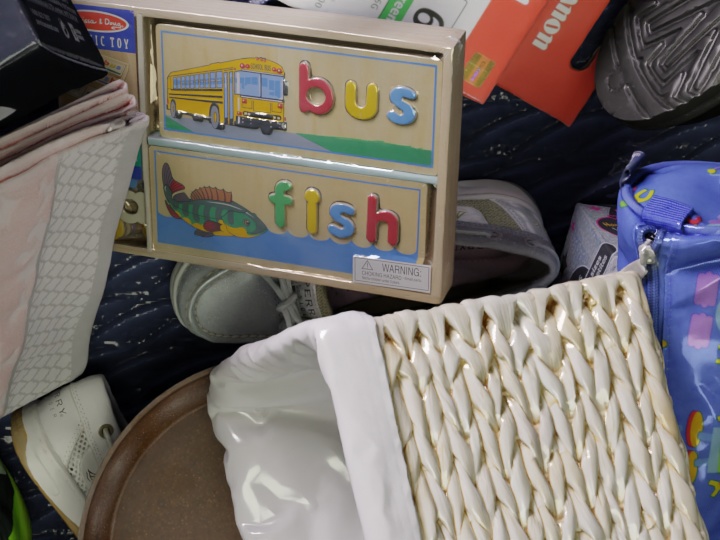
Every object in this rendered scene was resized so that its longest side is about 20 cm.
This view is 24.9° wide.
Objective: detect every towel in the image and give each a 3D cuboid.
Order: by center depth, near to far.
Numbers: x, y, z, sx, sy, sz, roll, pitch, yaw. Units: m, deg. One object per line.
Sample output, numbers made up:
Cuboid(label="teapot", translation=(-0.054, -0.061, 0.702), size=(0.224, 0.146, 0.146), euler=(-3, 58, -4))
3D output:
Cuboid(label="towel", translation=(-0.183, 0.023, 0.748), size=(0.032, 0.191, 0.200), euler=(38, 133, 16))

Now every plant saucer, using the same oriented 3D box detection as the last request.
Cuboid(label="plant saucer", translation=(-0.048, 0.145, 0.849), size=(0.200, 0.034, 0.201), euler=(1, 86, -14))

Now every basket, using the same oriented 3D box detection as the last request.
Cuboid(label="basket", translation=(0.042, 0.112, 0.754), size=(0.161, 0.198, 0.200), euler=(-13, 84, -21))

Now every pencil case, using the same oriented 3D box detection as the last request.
Cuboid(label="pencil case", translation=(0.155, 0.046, 0.765), size=(0.087, 0.078, 0.200), euler=(-18, 120, -33))

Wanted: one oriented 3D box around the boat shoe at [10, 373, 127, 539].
Cuboid(label="boat shoe", translation=(-0.111, 0.141, 0.901), size=(0.069, 0.071, 0.200), euler=(-31, 119, 3))

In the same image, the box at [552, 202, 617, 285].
Cuboid(label="box", translation=(0.161, 0.080, 0.892), size=(0.132, 0.115, 0.200), euler=(8, 114, -12))

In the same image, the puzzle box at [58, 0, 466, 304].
Cuboid(label="puzzle box", translation=(-0.050, -0.062, 0.784), size=(0.200, 0.025, 0.133), euler=(9, 117, 15))

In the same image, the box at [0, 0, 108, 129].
Cuboid(label="box", translation=(-0.222, -0.138, 0.672), size=(0.148, 0.104, 0.200), euler=(-27, 88, 6))

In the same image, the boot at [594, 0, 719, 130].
Cuboid(label="boot", translation=(0.239, -0.112, 0.819), size=(0.211, 0.080, 0.158), euler=(-32, 140, 24))

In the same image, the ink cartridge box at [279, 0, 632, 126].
Cuboid(label="ink cartridge box", translation=(0.055, -0.146, 0.790), size=(0.200, 0.050, 0.109), euler=(25, 110, -20))

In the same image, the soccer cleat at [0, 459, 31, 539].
Cuboid(label="soccer cleat", translation=(-0.226, 0.092, 0.849), size=(0.067, 0.081, 0.200), euler=(-23, 116, 3))

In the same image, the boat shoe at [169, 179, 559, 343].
Cuboid(label="boat shoe", translation=(0.001, 0.001, 0.850), size=(0.202, 0.065, 0.075), euler=(-8, 118, -4))
